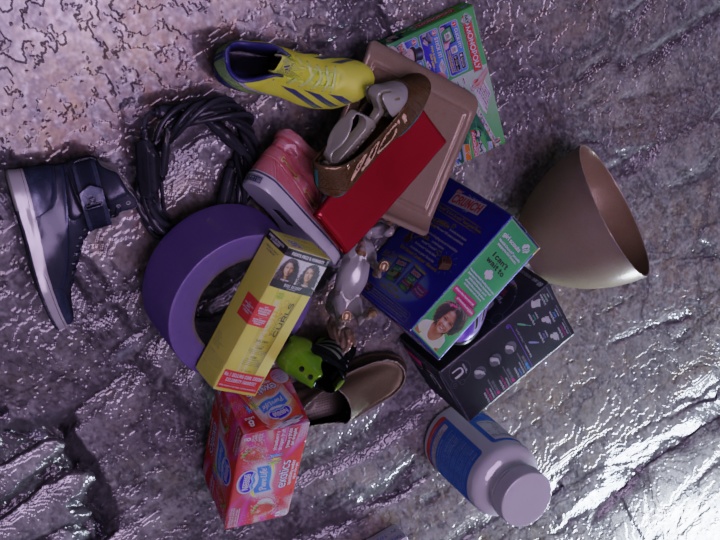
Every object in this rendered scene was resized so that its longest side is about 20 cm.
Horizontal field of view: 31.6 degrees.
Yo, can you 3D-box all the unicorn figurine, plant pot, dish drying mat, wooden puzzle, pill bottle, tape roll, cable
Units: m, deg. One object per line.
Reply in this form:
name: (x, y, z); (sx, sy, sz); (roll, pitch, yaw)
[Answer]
unicorn figurine: (0.000, 0.000, 1.648); (0.074, 0.137, 0.201); (33, 90, -15)
plant pot: (0.296, -0.055, 1.770); (0.134, 0.201, 0.200); (-27, 126, 22)
dish drying mat: (0.024, -0.117, 1.592); (0.200, 0.018, 0.077); (-50, 120, -16)
wooden puzzle: (0.046, -0.167, 1.628); (0.184, 0.037, 0.202); (22, 87, -32)
pill bottle: (0.183, 0.280, 1.817); (0.111, 0.200, 0.113); (-10, 114, -23)
tape roll: (-0.164, 0.025, 1.582); (0.199, 0.085, 0.201); (-19, 128, -25)
cable: (-0.198, -0.118, 1.559); (0.162, 0.051, 0.202); (-20, 126, -29)

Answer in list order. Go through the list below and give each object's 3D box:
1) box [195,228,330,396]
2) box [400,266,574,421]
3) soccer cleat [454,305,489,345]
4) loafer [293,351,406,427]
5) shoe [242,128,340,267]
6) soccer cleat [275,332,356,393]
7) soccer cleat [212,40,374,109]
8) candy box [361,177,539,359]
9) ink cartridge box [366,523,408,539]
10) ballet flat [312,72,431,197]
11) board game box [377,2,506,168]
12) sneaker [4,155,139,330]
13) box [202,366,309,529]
box: (-0.119, 0.053, 1.540); (0.075, 0.050, 0.201); (18, 108, -44)
box: (0.177, 0.092, 1.787); (0.200, 0.122, 0.106); (-39, 122, -9)
soccer cleat: (0.157, 0.014, 1.724); (0.201, 0.068, 0.073); (-58, 172, -38)
loafer: (-0.018, 0.174, 1.750); (0.199, 0.067, 0.077); (-21, 118, -19)
shoe: (-0.067, -0.091, 1.619); (0.091, 0.071, 0.200); (-59, 138, -17)
soccer cleat: (-0.045, 0.124, 1.666); (0.068, 0.081, 0.200); (-51, 162, 13)
soccer cleat: (-0.077, -0.235, 1.521); (0.198, 0.084, 0.065); (6, 83, -11)
candy box: (0.109, -0.007, 1.685); (0.200, 0.169, 0.077); (-49, 126, -2)
ink cartridge box: (-0.012, 0.467, 1.882); (0.199, 0.044, 0.095); (-27, 118, -16)
ballet flat: (0.010, -0.179, 1.539); (0.200, 0.068, 0.072); (-47, 145, -10)
board game box: (0.110, -0.233, 1.680); (0.134, 0.029, 0.201); (-27, 119, -17)
sneaker: (-0.324, -0.036, 1.504); (0.145, 0.077, 0.204); (-16, 115, -18)
box: (-0.138, 0.230, 1.651); (0.095, 0.100, 0.201); (-9, 138, -24)
